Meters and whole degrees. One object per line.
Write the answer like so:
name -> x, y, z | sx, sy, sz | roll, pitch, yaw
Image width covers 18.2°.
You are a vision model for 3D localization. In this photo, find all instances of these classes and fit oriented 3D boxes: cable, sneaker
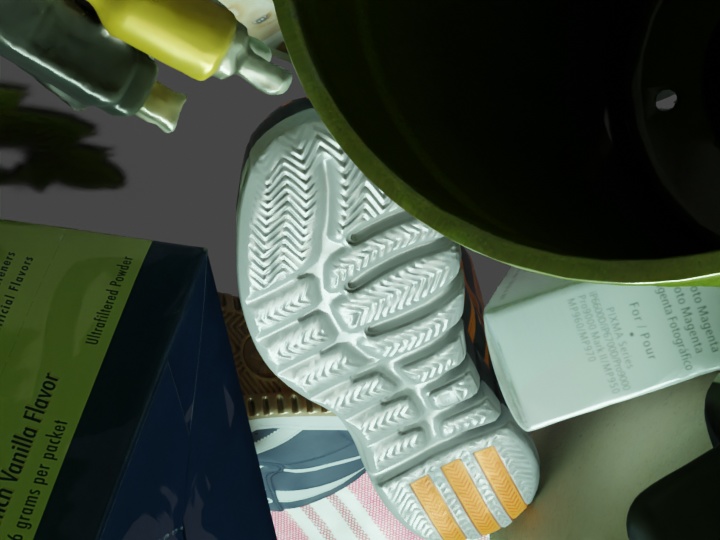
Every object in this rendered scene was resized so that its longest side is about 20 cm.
cable -> -0.116, -0.098, 0.654 | 0.199, 0.051, 0.097 | 33, 170, -32
sneaker -> -0.066, 0.050, 0.906 | 0.198, 0.071, 0.109 | 4, 155, -18
sneaker -> 0.000, 0.000, 0.803 | 0.077, 0.112, 0.201 | -20, 130, 3

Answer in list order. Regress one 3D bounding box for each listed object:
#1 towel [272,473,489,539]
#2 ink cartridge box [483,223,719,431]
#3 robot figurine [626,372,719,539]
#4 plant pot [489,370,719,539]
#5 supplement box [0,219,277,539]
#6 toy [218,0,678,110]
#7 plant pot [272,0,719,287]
towel -> 0.005, 0.133, 1.047 | 0.199, 0.030, 0.147 | -25, 115, 28
ink cartridge box -> 0.150, -0.019, 0.762 | 0.199, 0.057, 0.163 | -14, -168, 18
robot figurine -> 0.179, 0.058, 0.641 | 0.199, 0.125, 0.150 | -29, -173, 0
plant pot -> 0.136, 0.105, 0.820 | 0.186, 0.189, 0.200 | 6, 179, -26
supplement box -> -0.150, 0.090, 0.783 | 0.198, 0.135, 0.201 | 8, 142, 14
toy -> 0.048, -0.066, 0.737 | 0.115, 0.048, 0.199 | -25, 147, 37
plant pot -> 0.105, -0.078, 0.600 | 0.199, 0.202, 0.193 | -19, 162, 20
